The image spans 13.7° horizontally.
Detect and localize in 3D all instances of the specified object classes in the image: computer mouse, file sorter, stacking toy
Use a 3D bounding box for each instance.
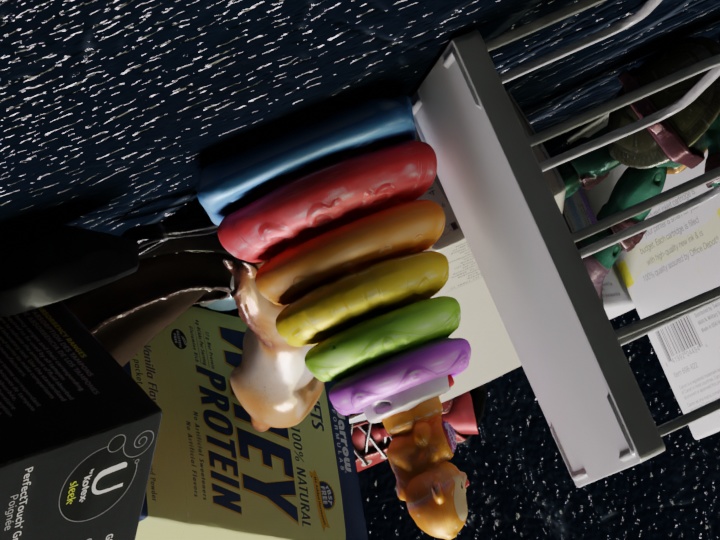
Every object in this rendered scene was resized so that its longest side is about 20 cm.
[{"bbox_3d":[-0.115,-0.016,1.401,0.058,0.034,0.200,-15,-175,26],"label":"computer mouse"},{"bbox_3d":[0.125,-0.022,1.371,0.124,0.201,0.139,-23,175,-10],"label":"file sorter"},{"bbox_3d":[0.009,0.029,1.386,0.109,0.201,0.116,-21,174,-1],"label":"stacking toy"}]

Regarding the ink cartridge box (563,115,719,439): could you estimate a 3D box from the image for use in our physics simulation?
[{"bbox_3d":[0.223,-0.019,1.787,0.083,0.201,0.145,-22,175,-28],"label":"ink cartridge box"}]

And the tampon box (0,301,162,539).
[{"bbox_3d":[-0.214,0.107,1.373,0.199,0.126,0.150,-17,137,-37],"label":"tampon box"}]

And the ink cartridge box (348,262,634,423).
[{"bbox_3d":[0.077,0.038,1.838,0.173,0.044,0.200,-23,175,12],"label":"ink cartridge box"}]

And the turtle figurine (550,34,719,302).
[{"bbox_3d":[0.173,-0.073,1.615,0.200,0.101,0.150,-40,-146,16],"label":"turtle figurine"}]

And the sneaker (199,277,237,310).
[{"bbox_3d":[0.000,0.000,1.699,0.199,0.082,0.074,-19,173,-26],"label":"sneaker"}]

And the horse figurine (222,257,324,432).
[{"bbox_3d":[-0.034,0.025,1.589,0.133,0.050,0.200,-56,167,-39],"label":"horse figurine"}]

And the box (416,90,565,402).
[{"bbox_3d":[0.056,-0.008,1.593,0.082,0.069,0.200,-24,156,-13],"label":"box"}]

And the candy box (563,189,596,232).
[{"bbox_3d":[0.085,-0.006,2.040,0.167,0.072,0.200,-23,175,15],"label":"candy box"}]

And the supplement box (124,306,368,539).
[{"bbox_3d":[-0.139,0.118,1.723,0.199,0.135,0.199,-25,154,36],"label":"supplement box"}]

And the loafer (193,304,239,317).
[{"bbox_3d":[-0.075,0.029,1.806,0.200,0.068,0.070,-29,160,34],"label":"loafer"}]

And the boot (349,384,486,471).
[{"bbox_3d":[-0.006,0.111,1.962,0.144,0.073,0.200,1,-155,37],"label":"boot"}]

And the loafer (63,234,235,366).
[{"bbox_3d":[-0.150,0.038,1.527,0.199,0.072,0.073,-20,174,-15],"label":"loafer"}]
